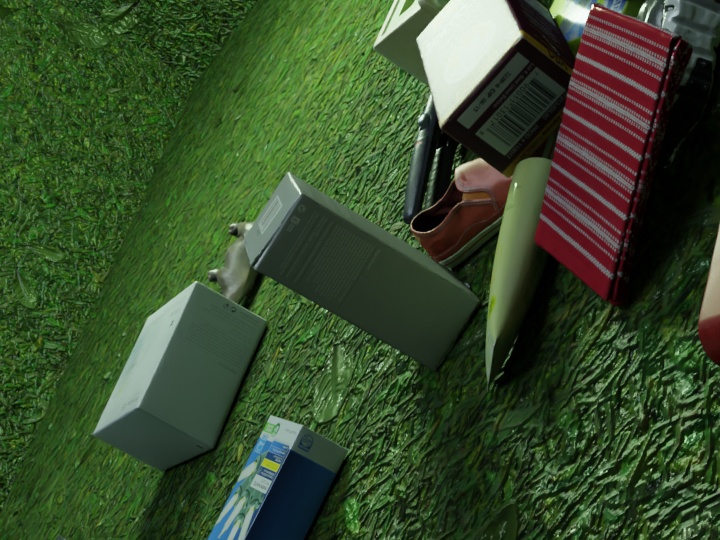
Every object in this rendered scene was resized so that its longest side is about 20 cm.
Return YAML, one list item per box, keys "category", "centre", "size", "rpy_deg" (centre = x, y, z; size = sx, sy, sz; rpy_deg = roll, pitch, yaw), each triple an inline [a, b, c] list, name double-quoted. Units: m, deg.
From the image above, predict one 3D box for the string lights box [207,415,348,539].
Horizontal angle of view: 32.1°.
- category: "string lights box"
  centre: [-0.095, 0.249, 1.232]
  size: [0.201, 0.059, 0.103]
  rpy_deg: [-63, 19, -12]

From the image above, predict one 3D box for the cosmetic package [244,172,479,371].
- category: "cosmetic package"
  centre: [0.000, 0.000, 1.151]
  size: [0.090, 0.200, 0.107]
  rpy_deg: [-55, 15, 6]

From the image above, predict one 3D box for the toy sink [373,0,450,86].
- category: "toy sink"
  centre: [0.118, -0.326, 1.504]
  size: [0.200, 0.112, 0.131]
  rpy_deg: [-24, 39, 62]

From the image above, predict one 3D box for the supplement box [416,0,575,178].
- category: "supplement box"
  centre: [0.125, -0.190, 1.150]
  size: [0.110, 0.086, 0.200]
  rpy_deg: [-47, 24, 22]

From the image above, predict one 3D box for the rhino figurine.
- category: "rhino figurine"
  centre: [-0.189, 0.012, 1.879]
  size: [0.087, 0.060, 0.201]
  rpy_deg: [-14, 50, 52]

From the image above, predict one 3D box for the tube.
- category: "tube"
  centre: [0.130, -0.003, 1.040]
  size: [0.052, 0.058, 0.201]
  rpy_deg: [-14, 47, 43]

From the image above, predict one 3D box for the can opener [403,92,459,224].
- category: "can opener"
  centre: [0.082, -0.128, 1.359]
  size: [0.079, 0.063, 0.201]
  rpy_deg: [-31, 32, 55]

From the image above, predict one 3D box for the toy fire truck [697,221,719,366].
- category: "toy fire truck"
  centre: [0.236, -0.014, 0.568]
  size: [0.112, 0.168, 0.201]
  rpy_deg: [-31, 32, 55]

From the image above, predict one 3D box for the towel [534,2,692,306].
- category: "towel"
  centre: [0.183, -0.088, 0.933]
  size: [0.145, 0.022, 0.201]
  rpy_deg: [-127, 45, -64]

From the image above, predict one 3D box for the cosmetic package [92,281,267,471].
- category: "cosmetic package"
  centre: [-0.251, 0.150, 1.724]
  size: [0.199, 0.123, 0.201]
  rpy_deg: [-32, 33, 56]

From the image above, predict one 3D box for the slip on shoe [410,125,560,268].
- category: "slip on shoe"
  centre: [0.120, -0.080, 1.182]
  size: [0.200, 0.061, 0.074]
  rpy_deg: [-45, 20, 35]

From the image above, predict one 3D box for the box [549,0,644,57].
- category: "box"
  centre: [0.239, -0.251, 1.160]
  size: [0.122, 0.048, 0.200]
  rpy_deg: [-63, 17, -12]

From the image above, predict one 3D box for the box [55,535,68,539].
- category: "box"
  centre: [-0.458, 0.490, 1.853]
  size: [0.162, 0.049, 0.200]
  rpy_deg: [-59, 17, -11]

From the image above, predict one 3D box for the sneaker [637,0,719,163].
- category: "sneaker"
  centre: [0.242, -0.166, 0.987]
  size: [0.090, 0.066, 0.201]
  rpy_deg: [150, 142, -87]
